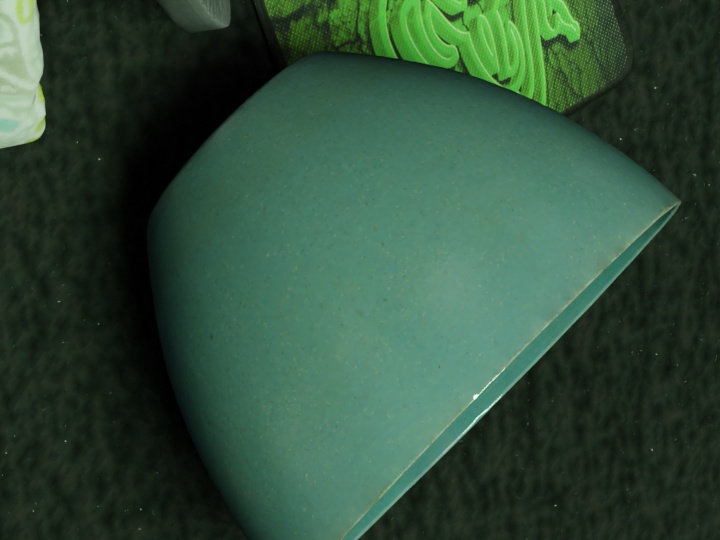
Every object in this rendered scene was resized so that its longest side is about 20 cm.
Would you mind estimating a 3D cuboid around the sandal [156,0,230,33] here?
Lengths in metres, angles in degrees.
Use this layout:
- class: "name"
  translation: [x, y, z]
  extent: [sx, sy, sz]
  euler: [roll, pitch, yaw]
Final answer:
- class: "sandal"
  translation: [-0.081, -0.129, 0.858]
  extent: [0.042, 0.200, 0.077]
  euler: [-4, 83, 11]

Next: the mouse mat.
- class: "mouse mat"
  translation: [0.025, -0.132, 1.003]
  extent: [0.160, 0.008, 0.201]
  euler: [-31, 116, -23]

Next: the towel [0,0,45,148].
- class: "towel"
  translation: [-0.185, -0.109, 0.788]
  extent: [0.170, 0.048, 0.201]
  euler: [-7, 132, -13]

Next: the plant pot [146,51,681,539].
- class: "plant pot"
  translation: [0.000, 0.000, 0.925]
  extent: [0.135, 0.200, 0.200]
  euler: [45, 73, 5]
